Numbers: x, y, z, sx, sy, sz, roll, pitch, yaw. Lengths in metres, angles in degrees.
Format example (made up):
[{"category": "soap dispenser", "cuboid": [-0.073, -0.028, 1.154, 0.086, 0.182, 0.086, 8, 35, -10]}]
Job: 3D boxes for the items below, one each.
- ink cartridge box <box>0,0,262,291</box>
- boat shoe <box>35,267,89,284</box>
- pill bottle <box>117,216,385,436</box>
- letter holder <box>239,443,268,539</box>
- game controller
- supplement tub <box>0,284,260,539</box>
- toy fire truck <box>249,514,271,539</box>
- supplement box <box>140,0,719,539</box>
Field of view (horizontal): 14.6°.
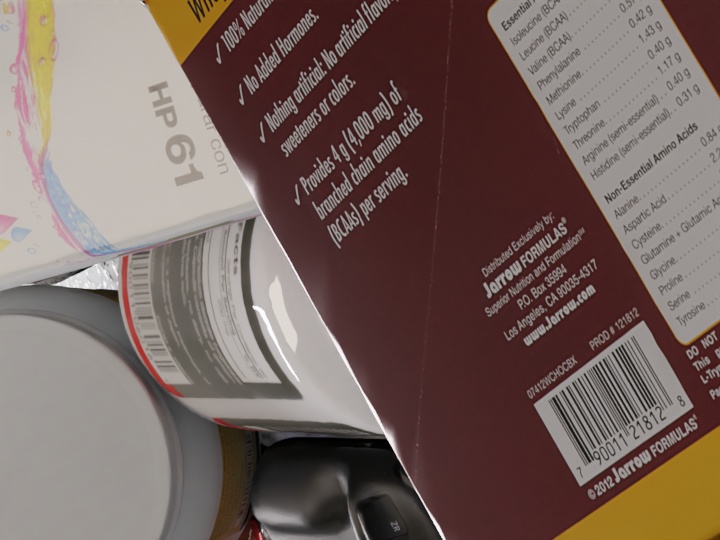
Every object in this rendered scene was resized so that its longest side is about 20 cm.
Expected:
[{"category": "ink cartridge box", "cuboid": [-0.073, -0.080, 0.862, 0.199, 0.085, 0.145, -16, 90, 33]}, {"category": "boat shoe", "cuboid": [-0.166, -0.088, 1.290, 0.071, 0.072, 0.201, 21, -124, -82]}, {"category": "pill bottle", "cuboid": [0.000, 0.000, 0.974, 0.200, 0.114, 0.114, -5, 109, 65]}, {"category": "letter holder", "cuboid": [-0.155, 0.110, 1.327, 0.200, 0.101, 0.142, 27, 149, 9]}, {"category": "game controller", "cuboid": [0.032, 0.143, 1.010, 0.104, 0.042, 0.200, 7, 130, 53]}, {"category": "supplement tub", "cuboid": [-0.121, 0.078, 1.134, 0.145, 0.144, 0.200, 63, -177, 3]}, {"category": "toy fire truck", "cuboid": [0.032, 0.159, 1.147, 0.200, 0.049, 0.141, 3, 117, 65]}, {"category": "supplement box", "cuboid": [0.080, -0.046, 0.687, 0.200, 0.133, 0.197, 60, 144, 10]}]
